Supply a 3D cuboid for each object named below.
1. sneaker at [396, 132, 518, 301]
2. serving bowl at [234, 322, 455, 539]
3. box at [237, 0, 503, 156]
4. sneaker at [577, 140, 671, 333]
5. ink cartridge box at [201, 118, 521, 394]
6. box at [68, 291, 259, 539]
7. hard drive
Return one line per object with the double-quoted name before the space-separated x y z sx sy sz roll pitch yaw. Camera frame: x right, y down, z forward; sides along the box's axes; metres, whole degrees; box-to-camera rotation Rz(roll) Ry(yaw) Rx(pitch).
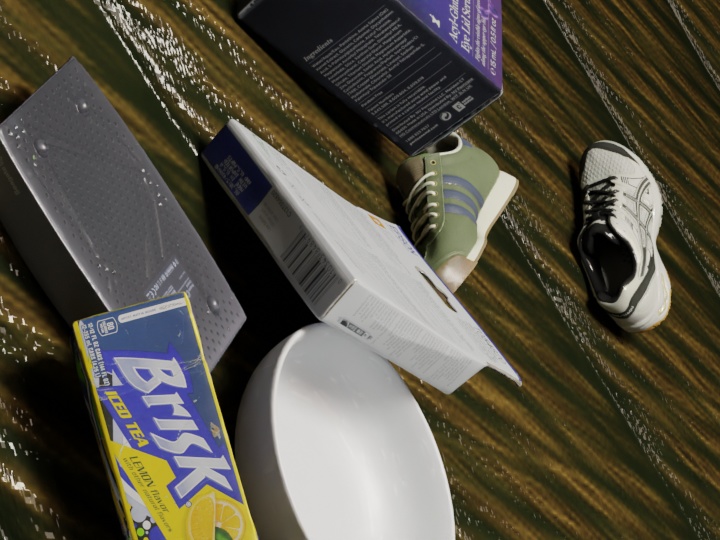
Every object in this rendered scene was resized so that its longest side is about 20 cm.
"sneaker" 0.059 -0.047 1.660 0.090 0.067 0.200 43 35 -7
"serving bowl" -0.020 0.138 1.336 0.200 0.066 0.201 41 36 -40
"box" 0.010 -0.214 1.631 0.200 0.104 0.149 36 37 -30
"sneaker" 0.241 -0.043 1.965 0.087 0.075 0.201 27 44 -51
"ink cartridge box" 0.000 0.000 1.438 0.200 0.041 0.200 31 15 -44
"box" -0.104 0.119 1.161 0.064 0.070 0.201 133 -59 -75
"hard drive" -0.152 -0.018 1.260 0.201 0.042 0.135 57 27 -15
